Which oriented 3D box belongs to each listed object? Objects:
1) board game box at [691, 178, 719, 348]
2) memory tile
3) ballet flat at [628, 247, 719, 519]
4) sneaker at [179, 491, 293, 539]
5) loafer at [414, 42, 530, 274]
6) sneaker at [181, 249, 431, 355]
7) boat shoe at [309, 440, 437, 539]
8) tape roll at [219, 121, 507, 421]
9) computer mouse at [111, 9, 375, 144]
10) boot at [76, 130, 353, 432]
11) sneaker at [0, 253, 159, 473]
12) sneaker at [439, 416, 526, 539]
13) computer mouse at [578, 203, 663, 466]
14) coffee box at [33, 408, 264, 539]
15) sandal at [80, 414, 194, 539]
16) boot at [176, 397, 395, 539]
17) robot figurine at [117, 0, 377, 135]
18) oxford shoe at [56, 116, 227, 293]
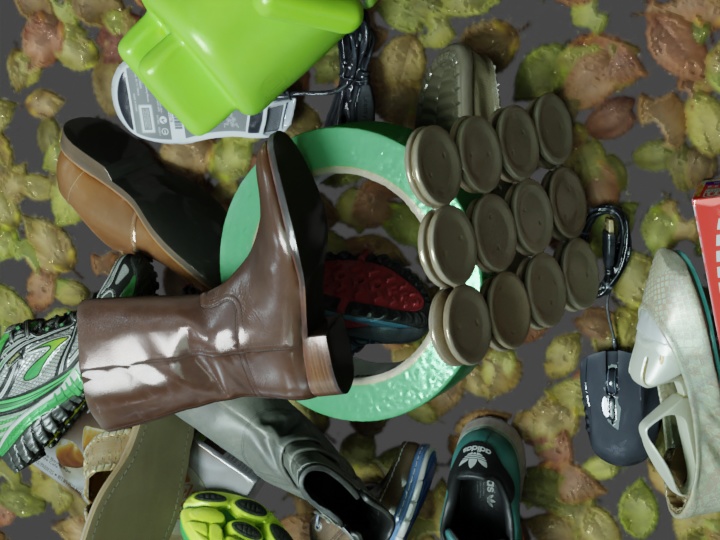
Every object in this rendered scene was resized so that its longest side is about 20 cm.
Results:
[{"bbox_3d":[0.332,0.004,1.057,0.199,0.046,0.152,-8,108,23],"label":"board game box"},{"bbox_3d":[0.095,-0.029,1.039,0.017,0.200,0.154,-8,97,37],"label":"memory tile"},{"bbox_3d":[0.220,0.085,1.114,0.062,0.067,0.201,-20,106,-11],"label":"ballet flat"},{"bbox_3d":[-0.066,0.249,1.214,0.200,0.074,0.084,42,125,-8],"label":"sneaker"},{"bbox_3d":[0.086,-0.058,1.114,0.076,0.067,0.201,-166,69,-64],"label":"loafer"},{"bbox_3d":[-0.033,0.040,1.204,0.199,0.079,0.096,4,125,26],"label":"sneaker"},{"bbox_3d":[-0.003,0.206,1.248,0.072,0.072,0.201,28,118,7],"label":"boat shoe"},{"bbox_3d":[0.000,0.000,1.091,0.199,0.048,0.202,6,102,27],"label":"tape roll"},{"bbox_3d":[-0.083,-0.134,1.162,0.199,0.044,0.110,2,116,14],"label":"computer mouse"},{"bbox_3d":[-0.117,0.012,1.077,0.199,0.064,0.188,-8,99,21],"label":"boot"},{"bbox_3d":[-0.225,0.059,1.185,0.085,0.078,0.200,44,109,2],"label":"sneaker"},{"bbox_3d":[0.093,0.217,1.212,0.071,0.080,0.201,0,111,20],"label":"sneaker"},{"bbox_3d":[0.179,0.051,1.141,0.058,0.034,0.201,-3,109,22],"label":"computer mouse"},{"bbox_3d":[-0.175,0.135,1.279,0.199,0.080,0.115,35,116,4],"label":"coffee box"},{"bbox_3d":[-0.172,0.140,1.199,0.069,0.077,0.213,13,78,45],"label":"sandal"},{"bbox_3d":[-0.059,0.121,1.148,0.200,0.131,0.068,40,86,-32],"label":"boot"},{"bbox_3d":[-0.064,-0.185,1.064,0.200,0.175,0.116,-43,125,-3],"label":"robot figurine"},{"bbox_3d":[-0.156,-0.033,1.203,0.200,0.071,0.072,41,126,26],"label":"oxford shoe"}]
